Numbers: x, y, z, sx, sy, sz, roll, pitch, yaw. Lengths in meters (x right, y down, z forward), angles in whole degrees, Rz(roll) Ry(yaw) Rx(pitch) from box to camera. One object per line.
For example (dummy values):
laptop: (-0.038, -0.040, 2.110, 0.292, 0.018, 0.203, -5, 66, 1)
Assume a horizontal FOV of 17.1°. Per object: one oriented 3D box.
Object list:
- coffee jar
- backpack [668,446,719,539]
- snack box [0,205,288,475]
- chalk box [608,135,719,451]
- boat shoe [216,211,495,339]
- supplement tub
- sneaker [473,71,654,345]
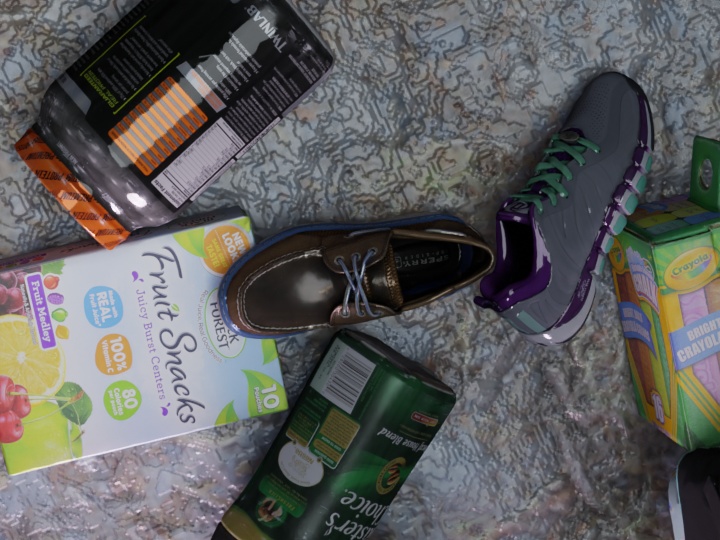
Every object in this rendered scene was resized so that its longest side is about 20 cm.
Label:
coffee jar: (-0.023, 0.145, 1.663, 0.085, 0.104, 0.200, 34, 95, 28)
backpack: (0.314, 0.189, 1.620, 0.199, 0.153, 0.176, -8, 90, -18)
snack box: (-0.162, 0.047, 1.649, 0.199, 0.053, 0.143, -13, 103, -8)
chalk box: (0.250, 0.008, 1.678, 0.123, 0.124, 0.201, -14, 101, -7)
boat shoe: (0.000, 0.000, 1.630, 0.200, 0.072, 0.072, -18, 104, -25)
supplement tub: (-0.125, -0.115, 1.591, 0.200, 0.123, 0.123, -42, 104, 0)
sneaker: (0.139, -0.052, 1.644, 0.087, 0.074, 0.201, 28, 75, -45)
